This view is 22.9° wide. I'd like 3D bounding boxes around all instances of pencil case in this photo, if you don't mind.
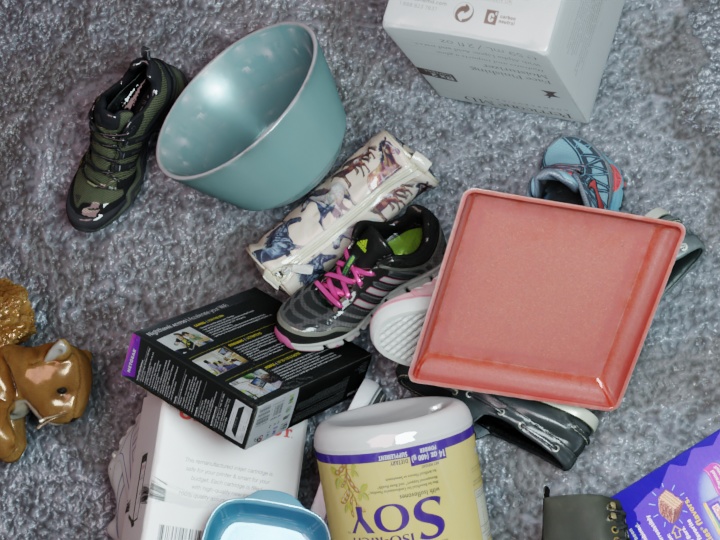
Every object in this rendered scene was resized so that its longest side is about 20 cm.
[{"bbox_3d":[-0.017,-0.054,1.739,0.200,0.078,0.089,-40,24,6],"label":"pencil case"}]

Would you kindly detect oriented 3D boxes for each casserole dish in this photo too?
[{"bbox_3d":[-0.093,0.299,1.601,0.121,0.039,0.200,10,71,-3],"label":"casserole dish"}]

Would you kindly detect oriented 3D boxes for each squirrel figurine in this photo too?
[{"bbox_3d":[-0.370,0.095,1.802,0.186,0.142,0.200,-19,73,7],"label":"squirrel figurine"}]

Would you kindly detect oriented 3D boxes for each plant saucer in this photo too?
[{"bbox_3d":[0.158,0.021,1.551,0.199,0.037,0.200,9,119,-11],"label":"plant saucer"}]

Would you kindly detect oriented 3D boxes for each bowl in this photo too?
[{"bbox_3d":[-0.093,-0.136,1.754,0.201,0.105,0.201,-27,37,23],"label":"bowl"}]

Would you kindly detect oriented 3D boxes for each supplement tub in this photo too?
[{"bbox_3d":[0.043,0.223,1.591,0.145,0.145,0.200,-9,95,17],"label":"supplement tub"}]

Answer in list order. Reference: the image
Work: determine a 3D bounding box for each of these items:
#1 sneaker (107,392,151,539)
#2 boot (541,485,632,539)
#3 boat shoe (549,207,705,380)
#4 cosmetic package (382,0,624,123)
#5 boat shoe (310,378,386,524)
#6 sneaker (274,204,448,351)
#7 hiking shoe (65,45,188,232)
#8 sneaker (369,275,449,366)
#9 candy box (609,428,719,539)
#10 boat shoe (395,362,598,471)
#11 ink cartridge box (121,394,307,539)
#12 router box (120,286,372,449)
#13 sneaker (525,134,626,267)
[{"bbox_3d":[-0.210,0.180,1.758,0.087,0.074,0.200,-3,70,33],"label":"sneaker"},{"bbox_3d":[0.235,0.252,1.495,0.200,0.077,0.139,0,75,22],"label":"boot"},{"bbox_3d":[0.240,0.035,1.633,0.062,0.073,0.200,35,84,28],"label":"boat shoe"},{"bbox_3d":[0.142,-0.257,1.672,0.165,0.200,0.165,13,80,22],"label":"cosmetic package"},{"bbox_3d":[-0.009,0.203,1.687,0.057,0.069,0.200,19,85,4],"label":"boat shoe"},{"bbox_3d":[0.000,0.000,1.683,0.200,0.088,0.074,-30,51,-17],"label":"sneaker"},{"bbox_3d":[-0.259,-0.137,1.838,0.076,0.101,0.200,25,85,24],"label":"hiking shoe"},{"bbox_3d":[0.083,0.028,1.644,0.105,0.200,0.075,57,141,42],"label":"sneaker"},{"bbox_3d":[0.298,0.251,1.553,0.200,0.077,0.169,-33,69,8],"label":"candy box"},{"bbox_3d":[0.116,0.135,1.649,0.199,0.075,0.066,19,71,14],"label":"boat shoe"},{"bbox_3d":[-0.142,0.223,1.677,0.146,0.084,0.200,13,76,-19],"label":"ink cartridge box"},{"bbox_3d":[-0.103,0.088,1.673,0.149,0.200,0.051,29,115,24],"label":"router box"},{"bbox_3d":[0.195,-0.071,1.633,0.079,0.096,0.200,-23,38,18],"label":"sneaker"}]
